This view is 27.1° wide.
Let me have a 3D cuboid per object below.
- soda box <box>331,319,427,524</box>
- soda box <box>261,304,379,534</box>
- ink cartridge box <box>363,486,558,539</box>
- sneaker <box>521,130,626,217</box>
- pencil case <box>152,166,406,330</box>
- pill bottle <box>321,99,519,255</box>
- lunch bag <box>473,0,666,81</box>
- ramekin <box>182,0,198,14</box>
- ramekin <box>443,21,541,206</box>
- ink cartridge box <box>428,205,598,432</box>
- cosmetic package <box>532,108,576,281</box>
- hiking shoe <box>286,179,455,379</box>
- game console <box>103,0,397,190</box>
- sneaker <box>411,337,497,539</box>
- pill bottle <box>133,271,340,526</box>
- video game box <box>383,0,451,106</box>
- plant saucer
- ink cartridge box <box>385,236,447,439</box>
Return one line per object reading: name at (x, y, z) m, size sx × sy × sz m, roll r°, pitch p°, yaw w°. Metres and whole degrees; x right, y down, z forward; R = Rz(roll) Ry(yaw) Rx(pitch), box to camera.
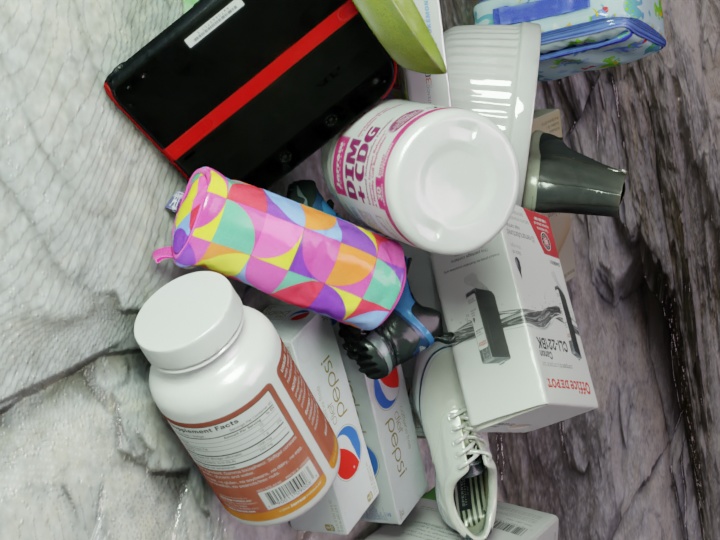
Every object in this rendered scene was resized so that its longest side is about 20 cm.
soda box at (0.005, 0.134, 1.407) m, size 0.068 × 0.063 × 0.202 m, roll -41°, pitch 125°, yaw -52°
soda box at (-0.046, 0.133, 1.334) m, size 0.068 × 0.063 × 0.202 m, roll -46°, pitch 127°, yaw -50°
ink cartridge box at (0.092, 0.297, 1.485) m, size 0.199 × 0.145 × 0.086 m, roll -23°, pitch 119°, yaw -57°
sneaker at (0.227, -0.095, 1.586) m, size 0.200 × 0.105 × 0.076 m, roll -65°, pitch 163°, yaw -70°
pencil case at (-0.062, -0.016, 1.205) m, size 0.198 × 0.088 × 0.089 m, roll 20°, pitch 69°, yaw -22°
pill bottle at (0.041, -0.082, 1.234) m, size 0.112 × 0.200 × 0.115 m, roll -3°, pitch 100°, yaw -19°
lunch bag at (0.234, -0.274, 1.694) m, size 0.160 × 0.198 × 0.084 m, roll 10°, pitch 74°, yaw -61°
ramekin at (-0.056, -0.225, 1.288) m, size 0.199 × 0.097 × 0.203 m, roll 2°, pitch 88°, yaw -60°
ramekin at (0.122, -0.156, 1.533) m, size 0.200 × 0.104 × 0.203 m, roll 6°, pitch 90°, yaw -86°
ink cartridge box at (0.144, 0.046, 1.426) m, size 0.144 × 0.083 × 0.203 m, roll 12°, pitch 63°, yaw -61°
cosmetic package at (0.193, -0.080, 1.745) m, size 0.103 × 0.072 × 0.203 m, roll -27°, pitch 112°, yaw -56°
hiking shoe at (0.000, 0.000, 1.327) m, size 0.201 × 0.086 × 0.075 m, roll 61°, pitch -19°, yaw 20°
game console at (-0.080, -0.154, 1.186) m, size 0.177 × 0.199 × 0.031 m, roll 49°, pitch 5°, yaw -41°
sneaker at (0.100, 0.163, 1.427) m, size 0.072 × 0.071 × 0.202 m, roll -18°, pitch 110°, yaw -16°
pill bottle at (-0.100, 0.101, 1.194) m, size 0.201 × 0.111 × 0.113 m, roll 64°, pitch 39°, yaw -36°
video game box at (0.040, -0.244, 1.407) m, size 0.200 × 0.046 × 0.185 m, roll -120°, pitch -156°, yaw -76°
plant saucer at (0.005, -0.236, 1.189) m, size 0.201 × 0.031 × 0.200 m, roll 57°, pitch 11°, yaw -17°
ink cartridge box at (0.082, 0.052, 1.538) m, size 0.175 × 0.083 × 0.203 m, roll -21°, pitch 108°, yaw -59°
